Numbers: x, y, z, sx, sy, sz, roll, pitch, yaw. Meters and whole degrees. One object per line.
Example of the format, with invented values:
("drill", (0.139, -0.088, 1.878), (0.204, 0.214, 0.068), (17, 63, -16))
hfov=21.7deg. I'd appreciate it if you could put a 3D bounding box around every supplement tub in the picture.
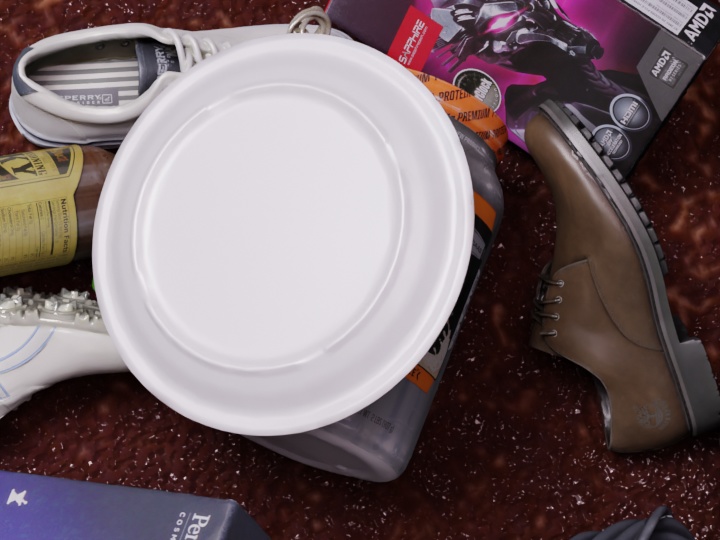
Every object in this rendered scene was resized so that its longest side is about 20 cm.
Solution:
("supplement tub", (0.000, 0.000, 0.994), (0.122, 0.123, 0.200), (20, 76, 2))

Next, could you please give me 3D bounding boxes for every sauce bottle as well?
("sauce bottle", (-0.170, -0.033, 1.002), (0.200, 0.065, 0.065), (-11, 76, -29))

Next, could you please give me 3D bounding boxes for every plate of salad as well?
("plate of salad", (-0.037, -0.018, 0.918), (0.200, 0.048, 0.200), (-5, 77, 20))

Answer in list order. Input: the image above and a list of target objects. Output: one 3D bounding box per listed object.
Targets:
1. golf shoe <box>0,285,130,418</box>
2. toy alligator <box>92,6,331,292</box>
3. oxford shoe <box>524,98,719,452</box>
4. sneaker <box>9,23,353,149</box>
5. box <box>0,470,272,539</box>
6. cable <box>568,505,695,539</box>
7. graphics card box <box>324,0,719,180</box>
("golf shoe", (-0.200, 0.057, 1.008), (0.200, 0.078, 0.097), (1, 94, 2))
("toy alligator", (-0.066, -0.059, 0.992), (0.200, 0.059, 0.054), (-52, 40, -12))
("oxford shoe", (0.123, 0.007, 1.007), (0.084, 0.073, 0.200), (-22, 95, 2))
("sneaker", (-0.095, -0.103, 1.041), (0.200, 0.071, 0.073), (-10, 77, -7))
("box", (-0.145, 0.184, 0.893), (0.200, 0.104, 0.148), (2, 57, 25))
("cable", (0.122, 0.216, 0.962), (0.163, 0.051, 0.200), (14, 88, -19))
("graphics card box", (0.087, -0.139, 1.031), (0.200, 0.125, 0.051), (34, 46, 4))
